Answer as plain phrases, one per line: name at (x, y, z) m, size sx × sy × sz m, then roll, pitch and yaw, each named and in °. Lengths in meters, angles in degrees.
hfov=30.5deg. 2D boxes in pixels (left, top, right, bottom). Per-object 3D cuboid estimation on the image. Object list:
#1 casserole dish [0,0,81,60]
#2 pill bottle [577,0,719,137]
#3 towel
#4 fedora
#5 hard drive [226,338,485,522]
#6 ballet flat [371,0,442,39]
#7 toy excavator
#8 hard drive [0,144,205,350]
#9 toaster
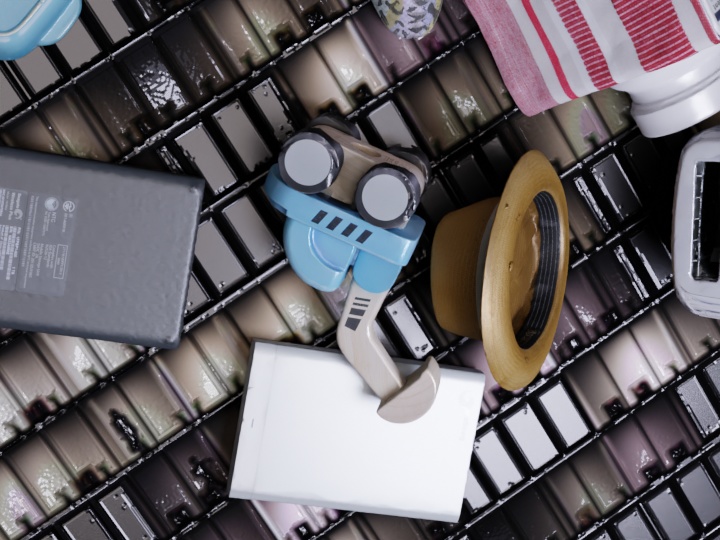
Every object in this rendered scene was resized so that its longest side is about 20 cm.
casserole dish at (-0.297, -0.246, 0.985) m, size 0.200 × 0.039 × 0.121 m, roll 38°, pitch 90°, yaw -15°
pill bottle at (0.226, -0.216, 1.061) m, size 0.116 × 0.116 × 0.200 m, roll -31°, pitch 103°, yaw -6°
towel at (0.166, -0.206, 1.018) m, size 0.023 × 0.200 × 0.144 m, roll -42°, pitch 106°, yaw -37°
fedora at (0.107, -0.003, 1.060) m, size 0.082 × 0.200 × 0.201 m, roll 5°, pitch 99°, yaw 24°
hard drive at (-0.003, 0.136, 1.111) m, size 0.199 × 0.026 × 0.132 m, roll 9°, pitch 96°, yaw -13°
ballet flat at (0.034, -0.283, 1.035) m, size 0.072 × 0.072 × 0.201 m, roll -7°, pitch 100°, yaw -11°
toy excavator at (0.000, 0.000, 1.052) m, size 0.194 × 0.100 × 0.200 m, roll 25°, pitch 109°, yaw 2°
hard drive at (-0.230, -0.019, 1.035) m, size 0.199 × 0.033 × 0.140 m, roll 9°, pitch 96°, yaw -13°
toaster at (0.323, -0.048, 1.076) m, size 0.129 × 0.113 × 0.201 m, roll -16°, pitch 111°, yaw -54°
